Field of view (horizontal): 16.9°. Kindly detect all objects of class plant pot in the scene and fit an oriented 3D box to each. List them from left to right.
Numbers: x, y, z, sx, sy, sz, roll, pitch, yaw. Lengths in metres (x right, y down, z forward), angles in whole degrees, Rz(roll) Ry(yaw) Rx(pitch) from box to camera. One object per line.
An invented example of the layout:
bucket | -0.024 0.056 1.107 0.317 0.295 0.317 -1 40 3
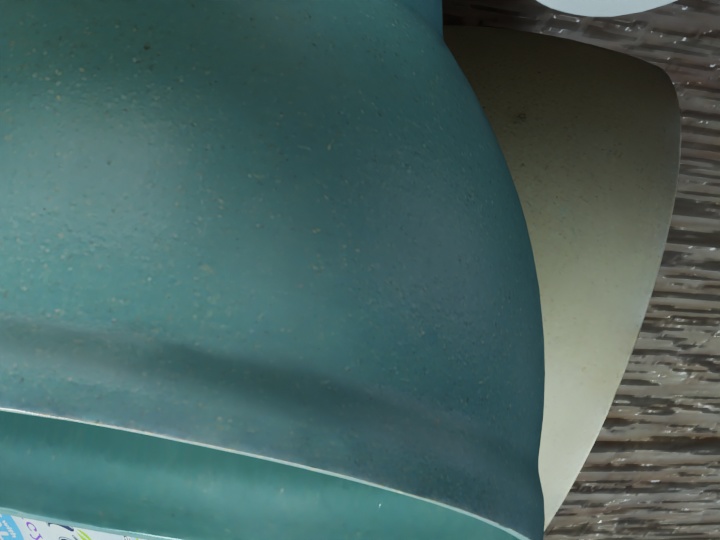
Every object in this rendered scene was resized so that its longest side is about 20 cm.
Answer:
plant pot | -0.049 -0.014 0.559 0.200 0.134 0.200 8 168 2
plant pot | 0.000 0.000 0.804 0.134 0.200 0.200 21 125 -12

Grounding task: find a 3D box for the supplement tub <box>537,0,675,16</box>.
supplement tub | 0.022 -0.165 0.569 0.145 0.200 0.145 -25 142 -22

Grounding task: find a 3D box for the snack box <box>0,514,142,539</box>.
snack box | -0.071 0.075 0.756 0.068 0.169 0.200 -48 118 -34
